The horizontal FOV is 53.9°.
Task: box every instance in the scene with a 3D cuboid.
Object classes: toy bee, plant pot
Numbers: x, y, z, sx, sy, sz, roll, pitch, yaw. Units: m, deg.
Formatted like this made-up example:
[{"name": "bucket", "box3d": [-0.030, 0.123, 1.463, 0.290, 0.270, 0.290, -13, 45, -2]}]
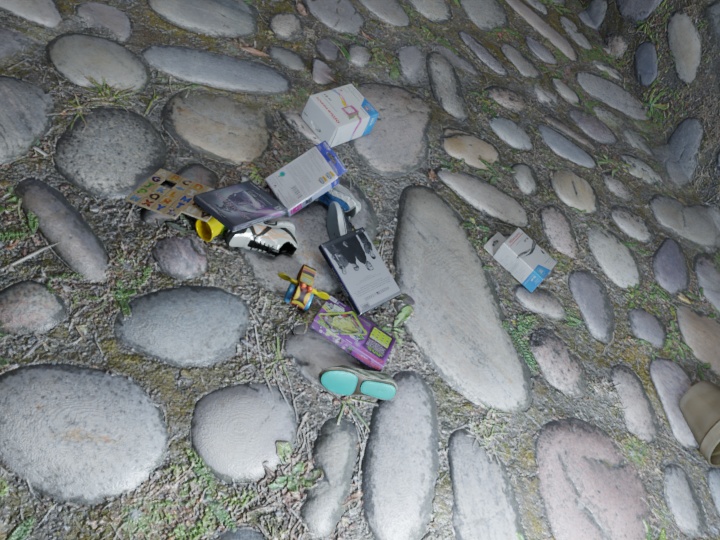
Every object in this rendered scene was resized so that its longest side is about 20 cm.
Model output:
[{"name": "toy bee", "box3d": [-0.130, 0.053, 1.669, 0.128, 0.109, 0.204, 9, 49, -25]}, {"name": "plant pot", "box3d": [0.993, 0.411, 1.977, 0.195, 0.204, 0.175, 2, 35, -28]}]

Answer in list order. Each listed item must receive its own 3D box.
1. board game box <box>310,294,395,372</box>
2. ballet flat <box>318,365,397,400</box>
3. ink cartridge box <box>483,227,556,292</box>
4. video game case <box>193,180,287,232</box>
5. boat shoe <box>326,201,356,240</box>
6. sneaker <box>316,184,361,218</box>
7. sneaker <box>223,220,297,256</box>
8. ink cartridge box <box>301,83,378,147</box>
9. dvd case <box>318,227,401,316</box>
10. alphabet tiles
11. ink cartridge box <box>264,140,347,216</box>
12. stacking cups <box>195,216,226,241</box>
[{"name": "board game box", "box3d": [-0.016, 0.150, 1.695, 0.198, 0.033, 0.120, 34, 29, 1]}, {"name": "ballet flat", "box3d": [-0.009, 0.251, 1.616, 0.195, 0.069, 0.064, 15, 19, -19]}, {"name": "ink cartridge box", "box3d": [0.479, -0.047, 2.130, 0.200, 0.067, 0.115, 44, 46, 9]}, {"name": "video game case", "box3d": [-0.290, -0.161, 1.731, 0.142, 0.019, 0.199, 36, 33, 20]}, {"name": "boat shoe", "box3d": [-0.027, -0.090, 1.880, 0.089, 0.071, 0.205, 1, 60, -30]}, {"name": "sneaker", "box3d": [-0.080, -0.216, 1.963, 0.199, 0.076, 0.086, 41, 23, 8]}, {"name": "sneaker", "box3d": [-0.238, -0.076, 1.740, 0.196, 0.074, 0.081, -5, 57, -32]}, {"name": "ink cartridge box", "box3d": [-0.062, -0.476, 2.167, 0.198, 0.085, 0.145, -30, 71, -41]}, {"name": "dvd case", "box3d": [0.000, 0.000, 1.781, 0.148, 0.025, 0.203, -23, 77, -38]}, {"name": "alphabet tiles", "box3d": [-0.436, -0.176, 1.708, 0.195, 0.008, 0.168, 20, 36, 6]}, {"name": "ink cartridge box", "box3d": [-0.143, -0.248, 1.895, 0.198, 0.042, 0.120, -35, 71, -8]}, {"name": "stacking cups", "box3d": [-0.316, -0.137, 1.755, 0.060, 0.061, 0.199, 44, 45, 11]}]
